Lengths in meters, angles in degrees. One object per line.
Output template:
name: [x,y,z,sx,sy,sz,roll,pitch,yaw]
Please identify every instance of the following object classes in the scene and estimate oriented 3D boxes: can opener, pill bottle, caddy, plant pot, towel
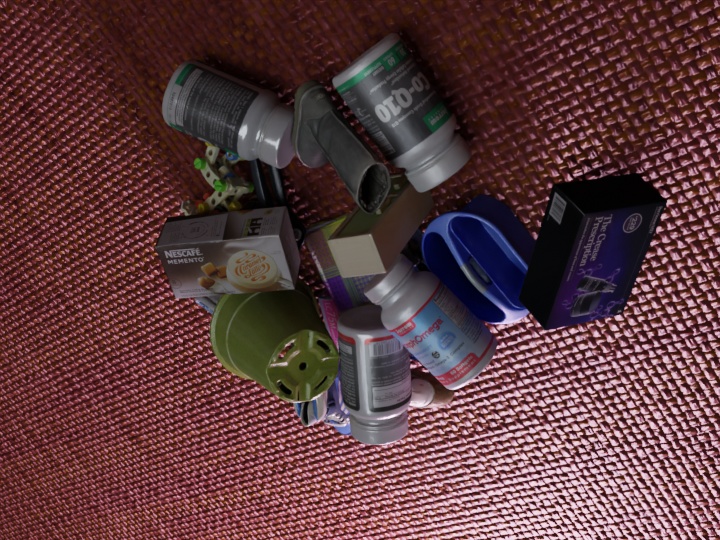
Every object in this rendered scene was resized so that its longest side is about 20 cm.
can opener: [-0.142,-0.111,1.528,0.078,0.063,0.201,15,128,57]
pill bottle: [0.102,0.074,1.403,0.200,0.109,0.109,45,131,-8]
caddy: [0.183,-0.013,1.402,0.200,0.105,0.141,49,131,-10]
pill bottle: [-0.192,-0.238,1.444,0.199,0.113,0.113,25,130,12]
pill bottle: [0.062,-0.217,1.312,0.113,0.113,0.200,-27,107,38]
plant pot: [-0.125,0.123,1.531,0.190,0.199,0.201,38,150,59]
pill bottle: [0.024,0.167,1.505,0.113,0.114,0.201,6,112,25]
towel: [0.000,0.000,1.536,0.143,0.023,0.201,-20,98,31]

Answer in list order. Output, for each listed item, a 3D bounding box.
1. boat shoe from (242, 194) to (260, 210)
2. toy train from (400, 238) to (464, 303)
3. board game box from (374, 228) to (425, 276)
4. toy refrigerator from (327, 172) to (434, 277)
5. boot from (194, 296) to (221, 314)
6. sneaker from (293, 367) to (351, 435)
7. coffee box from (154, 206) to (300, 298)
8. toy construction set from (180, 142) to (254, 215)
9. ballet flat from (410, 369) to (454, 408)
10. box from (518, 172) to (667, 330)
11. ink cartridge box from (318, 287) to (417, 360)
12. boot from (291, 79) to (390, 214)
boat shoe: [-0.164,-0.028,1.605,0.072,0.063,0.201,2,122,27]
toy train: [0.114,0.011,1.457,0.034,0.046,0.200,-35,103,29]
board game box: [0.098,0.017,1.490,0.103,0.019,0.200,-41,99,3]
toy refrigerator: [0.032,-0.074,1.378,0.076,0.200,0.070,-7,118,32]
boot: [-0.197,0.081,1.665,0.200,0.096,0.074,35,160,8]
sneaker: [-0.069,0.251,1.691,0.080,0.147,0.201,1,122,27]
coffee box: [-0.205,-0.028,1.479,0.199,0.080,0.115,-4,130,9]
toy construction set: [-0.248,-0.118,1.549,0.132,0.092,0.200,62,140,19]
ballet flat: [0.063,0.196,1.607,0.199,0.072,0.068,20,100,2]
box: [0.316,-0.025,1.294,0.079,0.140,0.201,54,146,42]
ink cartridge box: [0.032,0.091,1.600,0.199,0.042,0.120,2,122,25]
boot: [-0.026,-0.158,1.360,0.200,0.072,0.182,49,163,27]
